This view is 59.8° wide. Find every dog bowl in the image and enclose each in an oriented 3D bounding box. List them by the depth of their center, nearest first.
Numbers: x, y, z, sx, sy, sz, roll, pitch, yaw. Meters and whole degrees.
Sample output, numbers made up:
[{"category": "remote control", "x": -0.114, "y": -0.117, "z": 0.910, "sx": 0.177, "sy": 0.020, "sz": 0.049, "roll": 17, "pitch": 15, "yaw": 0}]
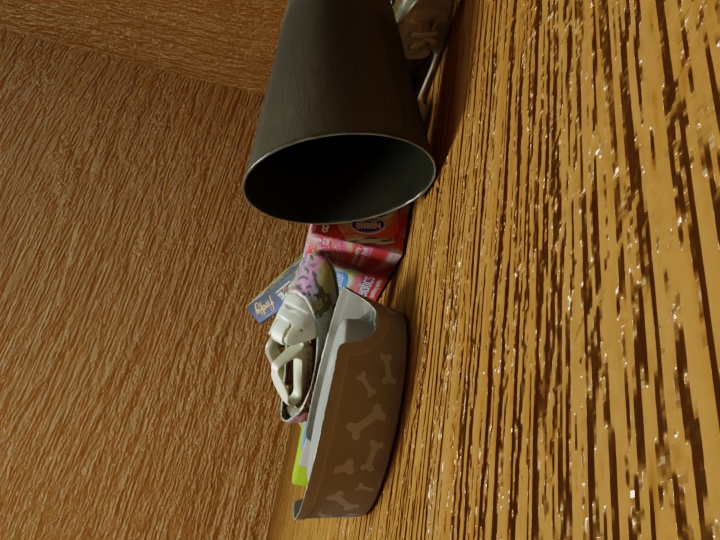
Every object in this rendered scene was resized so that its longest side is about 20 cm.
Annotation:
[{"category": "dog bowl", "x": -0.009, "y": 0.116, "z": 0.544, "sx": 0.200, "sy": 0.058, "sz": 0.201, "roll": -166, "pitch": 90, "yaw": -85}]

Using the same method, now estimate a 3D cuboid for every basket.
[{"category": "basket", "x": -0.022, "y": -0.166, "z": 0.597, "sx": 0.136, "sy": 0.180, "sz": 0.201, "roll": 43, "pitch": -139, "yaw": -55}]

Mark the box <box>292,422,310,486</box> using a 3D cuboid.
[{"category": "box", "x": -0.053, "y": 0.200, "z": 0.867, "sx": 0.122, "sy": 0.048, "sz": 0.200, "roll": -82, "pitch": 7, "yaw": -46}]

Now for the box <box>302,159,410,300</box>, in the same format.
[{"category": "box", "x": -0.013, "y": -0.029, "z": 0.729, "sx": 0.200, "sy": 0.099, "sz": 0.096, "roll": 116, "pitch": 167, "yaw": -65}]

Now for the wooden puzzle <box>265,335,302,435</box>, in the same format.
[{"category": "wooden puzzle", "x": -0.087, "y": 0.142, "z": 1.030, "sx": 0.185, "sy": 0.037, "sz": 0.200, "roll": -68, "pitch": -32, "yaw": -58}]

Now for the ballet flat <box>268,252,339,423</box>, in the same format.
[{"category": "ballet flat", "x": -0.062, "y": 0.081, "z": 0.662, "sx": 0.069, "sy": 0.071, "sz": 0.201, "roll": 28, "pitch": 125, "yaw": 42}]

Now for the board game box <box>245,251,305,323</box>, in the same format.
[{"category": "board game box", "x": -0.068, "y": -0.012, "z": 0.927, "sx": 0.135, "sy": 0.035, "sz": 0.200, "roll": -33, "pitch": 11, "yaw": 43}]

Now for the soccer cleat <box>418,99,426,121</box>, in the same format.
[{"category": "soccer cleat", "x": 0.006, "y": -0.138, "z": 0.750, "sx": 0.200, "sy": 0.069, "sz": 0.085, "roll": -25, "pitch": 36, "yaw": 51}]

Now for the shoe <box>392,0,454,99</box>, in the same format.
[{"category": "shoe", "x": 0.062, "y": -0.236, "z": 0.688, "sx": 0.200, "sy": 0.070, "sz": 0.054, "roll": 115, "pitch": 140, "yaw": -63}]

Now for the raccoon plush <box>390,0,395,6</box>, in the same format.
[{"category": "raccoon plush", "x": 0.093, "y": -0.371, "z": 0.734, "sx": 0.200, "sy": 0.134, "sz": 0.097, "roll": -46, "pitch": -17, "yaw": -10}]
